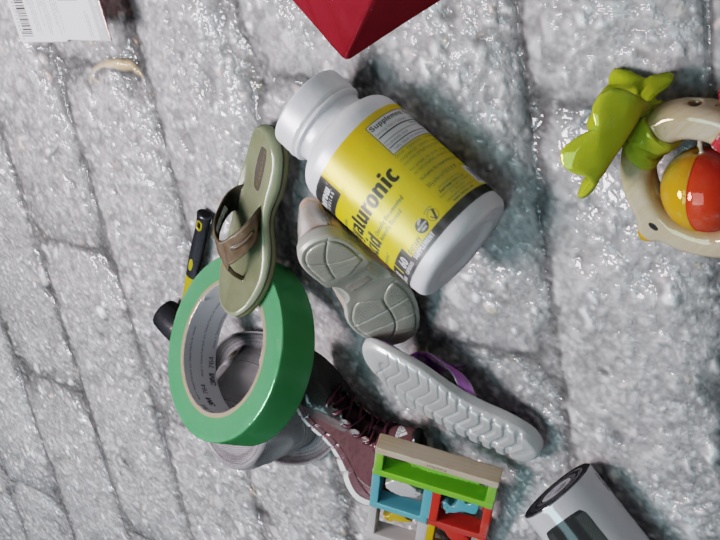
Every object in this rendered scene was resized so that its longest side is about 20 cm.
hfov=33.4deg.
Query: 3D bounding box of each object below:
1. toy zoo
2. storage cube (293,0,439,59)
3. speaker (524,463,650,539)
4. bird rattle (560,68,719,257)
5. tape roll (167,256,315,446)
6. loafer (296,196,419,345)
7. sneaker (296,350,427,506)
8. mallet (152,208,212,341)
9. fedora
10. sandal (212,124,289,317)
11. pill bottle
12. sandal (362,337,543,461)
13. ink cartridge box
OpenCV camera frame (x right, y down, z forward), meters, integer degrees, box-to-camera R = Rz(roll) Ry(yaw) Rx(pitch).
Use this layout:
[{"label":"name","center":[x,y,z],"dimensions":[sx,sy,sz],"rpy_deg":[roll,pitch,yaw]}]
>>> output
[{"label":"toy zoo","center":[0.072,0.254,1.261],"dimensions":[0.129,0.021,0.202],"rpy_deg":[15,137,10]},{"label":"storage cube","center":[0.018,-0.297,0.860],"dimensions":[0.171,0.199,0.180],"rpy_deg":[46,145,9]},{"label":"speaker","center":[0.245,0.283,1.117],"dimensions":[0.201,0.081,0.081],"rpy_deg":[52,140,4]},{"label":"bird rattle","center":[0.256,-0.084,0.874],"dimensions":[0.198,0.113,0.164],"rpy_deg":[2,130,29]},{"label":"tape roll","center":[-0.131,0.085,1.288],"dimensions":[0.199,0.048,0.203],"rpy_deg":[-15,69,45]},{"label":"loafer","center":[0.000,0.000,1.140],"dimensions":[0.071,0.063,0.200],"rpy_deg":[-25,141,14]},{"label":"sneaker","center":[0.010,0.158,1.277],"dimensions":[0.115,0.076,0.201],"rpy_deg":[-15,115,42]},{"label":"mallet","center":[-0.205,0.006,1.403],"dimensions":[0.066,0.041,0.202],"rpy_deg":[32,130,27]},{"label":"fedora","center":[-0.126,0.166,1.387],"dimensions":[0.198,0.090,0.179],"rpy_deg":[-7,111,46]},{"label":"sandal","center":[-0.122,-0.052,1.222],"dimensions":[0.080,0.057,0.204],"rpy_deg":[32,118,46]},{"label":"pill bottle","center":[0.021,-0.083,1.062],"dimensions":[0.200,0.111,0.112],"rpy_deg":[43,138,14]},{"label":"sandal","center":[0.092,0.119,1.181],"dimensions":[0.201,0.050,0.083],"rpy_deg":[32,152,6]},{"label":"ink cartridge box","center":[-0.330,-0.345,1.275],"dimensions":[0.175,0.045,0.202],"rpy_deg":[10,123,41]}]
